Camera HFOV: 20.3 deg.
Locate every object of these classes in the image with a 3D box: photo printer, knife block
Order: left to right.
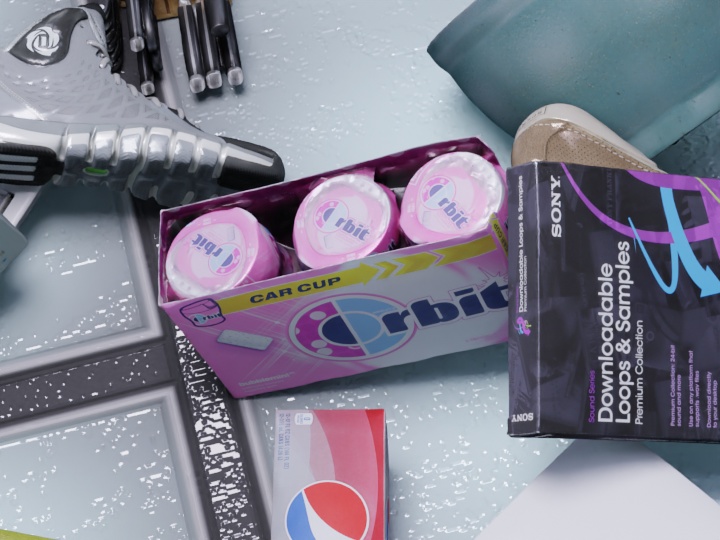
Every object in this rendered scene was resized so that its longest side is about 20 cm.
[{"bbox_3d":[-0.113,-0.213,1.322,0.175,0.064,0.200,30,64,19],"label":"knife block"},{"bbox_3d":[0.148,0.193,1.044,0.166,0.070,0.200,-41,64,-20],"label":"photo printer"}]

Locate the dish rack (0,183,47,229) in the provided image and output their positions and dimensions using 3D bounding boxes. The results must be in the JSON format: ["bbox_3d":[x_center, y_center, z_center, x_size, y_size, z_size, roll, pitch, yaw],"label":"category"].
[{"bbox_3d":[-0.285,-0.067,1.252,0.199,0.044,0.172,20,62,15],"label":"dish rack"}]

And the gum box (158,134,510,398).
[{"bbox_3d":[0.000,0.000,1.122,0.198,0.114,0.067,-13,56,13],"label":"gum box"}]

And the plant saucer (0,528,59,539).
[{"bbox_3d":[-0.207,0.221,1.062,0.198,0.048,0.201,9,59,9],"label":"plant saucer"}]

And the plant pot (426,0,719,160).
[{"bbox_3d":[0.157,-0.134,1.197,0.200,0.200,0.135,-34,89,-17],"label":"plant pot"}]

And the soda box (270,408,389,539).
[{"bbox_3d":[-0.016,0.175,1.066,0.063,0.070,0.201,-1,58,2],"label":"soda box"}]

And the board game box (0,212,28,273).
[{"bbox_3d":[-0.316,0.001,1.159,0.147,0.064,0.200,42,86,19],"label":"board game box"}]

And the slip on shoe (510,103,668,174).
[{"bbox_3d":[0.172,-0.020,1.139,0.199,0.076,0.061,33,37,-14],"label":"slip on shoe"}]

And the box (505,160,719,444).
[{"bbox_3d":[0.169,0.021,1.077,0.199,0.036,0.144,4,81,-25],"label":"box"}]

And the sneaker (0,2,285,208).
[{"bbox_3d":[-0.140,-0.107,1.215,0.198,0.075,0.116,7,66,-19],"label":"sneaker"}]
